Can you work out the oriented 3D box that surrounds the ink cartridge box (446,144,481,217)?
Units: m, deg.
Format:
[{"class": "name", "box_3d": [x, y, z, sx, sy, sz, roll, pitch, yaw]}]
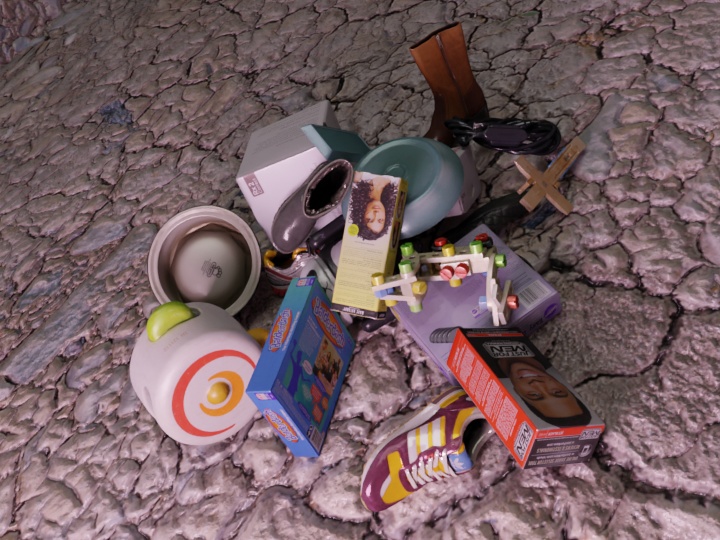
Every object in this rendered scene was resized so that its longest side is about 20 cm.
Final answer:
[{"class": "ink cartridge box", "box_3d": [0.084, -0.134, 1.390, 0.198, 0.085, 0.145, -9, 18, 24]}]

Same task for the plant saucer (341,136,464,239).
[{"class": "plant saucer", "box_3d": [0.057, -0.136, 1.275, 0.197, 0.036, 0.202, -12, 51, 15]}]

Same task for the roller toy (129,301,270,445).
[{"class": "roller toy", "box_3d": [-0.230, 0.153, 1.236, 0.139, 0.198, 0.184, 33, 104, 49]}]

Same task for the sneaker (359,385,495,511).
[{"class": "sneaker", "box_3d": [0.087, 0.228, 1.036, 0.200, 0.075, 0.090, -43, 35, -15]}]

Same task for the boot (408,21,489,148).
[{"class": "boot", "box_3d": [0.133, -0.308, 1.492, 0.187, 0.201, 0.069, -33, 38, -5]}]

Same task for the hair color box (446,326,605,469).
[{"class": "hair color box", "box_3d": [0.195, 0.149, 1.029, 0.100, 0.062, 0.200, 1, 31, -26]}]

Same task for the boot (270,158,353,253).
[{"class": "boot", "box_3d": [-0.075, -0.093, 1.277, 0.183, 0.072, 0.200, -59, 15, 6]}]

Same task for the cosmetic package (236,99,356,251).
[{"class": "cosmetic package", "box_3d": [-0.101, -0.167, 1.490, 0.163, 0.166, 0.201, -20, 30, 14]}]

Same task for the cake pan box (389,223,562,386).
[{"class": "cake pan box", "box_3d": [0.159, 0.042, 1.198, 0.199, 0.053, 0.184, -36, 48, -7]}]

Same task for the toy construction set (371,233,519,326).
[{"class": "toy construction set", "box_3d": [0.123, 0.009, 1.145, 0.198, 0.093, 0.131, 10, 29, 21]}]

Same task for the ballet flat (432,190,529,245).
[{"class": "ballet flat", "box_3d": [0.197, -0.066, 1.322, 0.199, 0.057, 0.066, -33, 16, -13]}]

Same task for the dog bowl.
[{"class": "dog bowl", "box_3d": [-0.258, -0.006, 1.439, 0.197, 0.074, 0.203, -1, 84, 5]}]

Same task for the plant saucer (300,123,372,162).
[{"class": "plant saucer", "box_3d": [-0.029, -0.209, 1.396, 0.019, 0.200, 0.070, -43, 77, 20]}]

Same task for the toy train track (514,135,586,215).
[{"class": "toy train track", "box_3d": [0.300, -0.149, 1.329, 0.200, 0.115, 0.033, -45, 0, -37]}]

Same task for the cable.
[{"class": "cable", "box_3d": [0.242, -0.229, 1.420, 0.197, 0.052, 0.163, -2, 17, -15]}]

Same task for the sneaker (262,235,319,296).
[{"class": "sneaker", "box_3d": [-0.073, -0.019, 1.402, 0.198, 0.083, 0.078, -18, 39, 14]}]

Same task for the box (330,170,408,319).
[{"class": "box", "box_3d": [0.013, -0.035, 1.203, 0.074, 0.050, 0.203, 9, 91, 18]}]

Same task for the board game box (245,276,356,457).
[{"class": "board game box", "box_3d": [-0.078, 0.134, 1.182, 0.044, 0.153, 0.201, -5, 43, 27]}]

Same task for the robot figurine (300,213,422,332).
[{"class": "robot figurine", "box_3d": [0.001, 0.001, 1.298, 0.199, 0.125, 0.150, -33, 38, -5]}]
